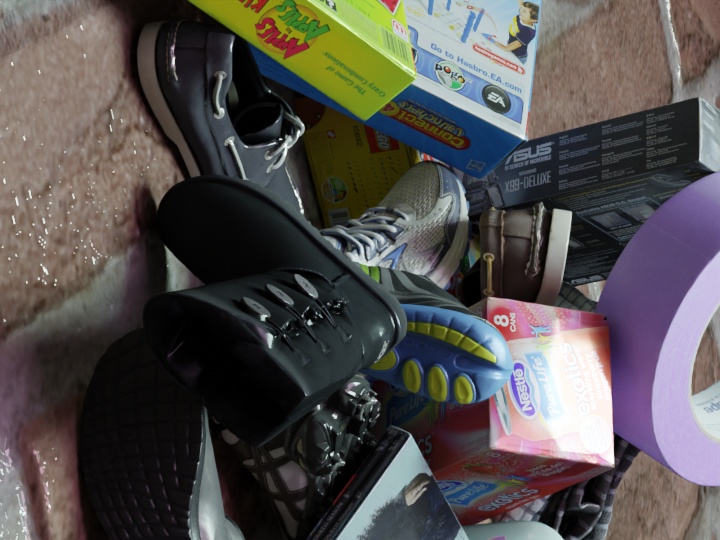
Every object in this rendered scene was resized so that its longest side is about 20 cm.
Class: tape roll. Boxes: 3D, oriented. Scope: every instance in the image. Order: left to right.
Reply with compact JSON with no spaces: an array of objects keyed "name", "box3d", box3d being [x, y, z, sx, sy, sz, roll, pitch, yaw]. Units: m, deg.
[{"name":"tape roll","box3d":[0.243,0.038,1.573,0.200,0.066,0.201,-19,124,-30]}]

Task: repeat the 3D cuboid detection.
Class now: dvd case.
[{"name":"dvd case","box3d":[-0.008,0.212,1.454,0.200,0.022,0.146,-51,139,-23]}]

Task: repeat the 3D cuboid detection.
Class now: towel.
[{"name":"towel","box3d":[0.136,0.099,1.692,0.085,0.166,0.200,32,2,-25]}]

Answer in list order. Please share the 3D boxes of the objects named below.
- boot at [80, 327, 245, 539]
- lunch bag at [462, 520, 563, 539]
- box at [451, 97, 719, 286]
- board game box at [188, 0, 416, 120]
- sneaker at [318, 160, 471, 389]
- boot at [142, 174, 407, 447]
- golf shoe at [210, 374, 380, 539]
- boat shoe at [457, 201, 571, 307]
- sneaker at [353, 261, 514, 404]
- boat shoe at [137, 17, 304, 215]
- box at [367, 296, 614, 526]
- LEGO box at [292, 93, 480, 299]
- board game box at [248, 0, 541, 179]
[{"name":"boot","box3d":[-0.099,0.135,1.326,0.132,0.070,0.201,30,56,-76]},{"name":"lunch bag","box3d":[0.086,0.262,1.610,0.077,0.160,0.200,-66,144,-54]},{"name":"box","box3d":[0.186,-0.050,1.657,0.158,0.200,0.050,26,59,-47]},{"name":"board game box","box3d":[-0.056,-0.180,1.407,0.200,0.048,0.102,33,33,-35]},{"name":"sneaker","box3d":[0.000,0.000,1.536,0.085,0.077,0.200,49,60,-34]},{"name":"boot","box3d":[-0.072,0.015,1.298,0.066,0.165,0.200,-64,168,20]},{"name":"golf shoe","box3d":[-0.042,0.099,1.450,0.078,0.094,0.200,-52,165,-28]},{"name":"boat shoe","box3d":[0.095,0.014,1.601,0.200,0.059,0.072,104,-5,-65]},{"name":"sneaker","box3d":[-0.001,0.028,1.447,0.083,0.199,0.071,-2,114,-77]},{"name":"boat shoe","box3d":[-0.068,-0.078,1.456,0.200,0.063,0.073,59,31,-47]},{"name":"box","box3d":[0.071,0.096,1.558,0.094,0.200,0.103,11,69,-27]},{"name":"LEGO box","box3d":[0.032,-0.055,1.690,0.149,0.077,0.201,-51,130,-61]},{"name":"board game box","box3d":[0.022,-0.186,1.584,0.200,0.056,0.196,25,50,-20]}]
